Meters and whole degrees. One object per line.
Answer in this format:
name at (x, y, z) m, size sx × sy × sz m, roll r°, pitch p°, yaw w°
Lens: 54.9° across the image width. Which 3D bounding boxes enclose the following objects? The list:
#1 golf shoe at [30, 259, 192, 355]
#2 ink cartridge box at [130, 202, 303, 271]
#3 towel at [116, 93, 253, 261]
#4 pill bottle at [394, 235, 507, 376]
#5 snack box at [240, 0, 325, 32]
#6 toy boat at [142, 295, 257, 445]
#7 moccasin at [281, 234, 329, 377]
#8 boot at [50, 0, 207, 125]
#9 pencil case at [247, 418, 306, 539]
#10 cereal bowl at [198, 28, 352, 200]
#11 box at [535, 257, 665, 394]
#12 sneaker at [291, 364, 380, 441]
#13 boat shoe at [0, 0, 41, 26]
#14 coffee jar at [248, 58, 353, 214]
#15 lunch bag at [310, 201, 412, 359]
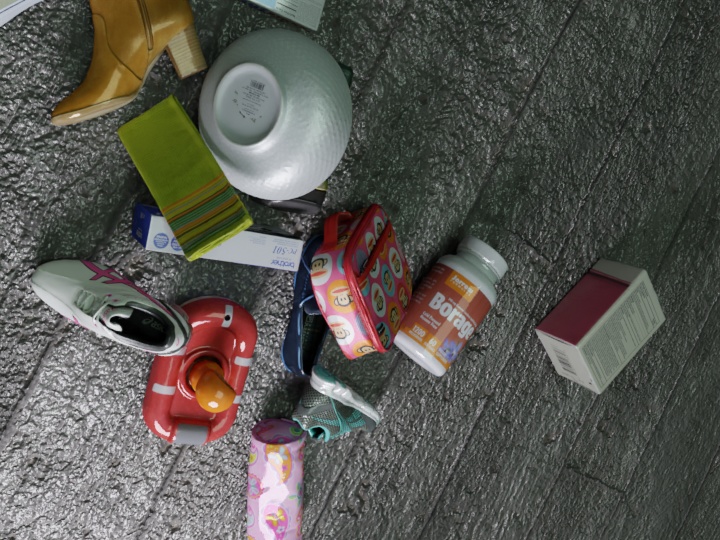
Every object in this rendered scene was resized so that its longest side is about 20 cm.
golf shoe at (-0.291, 0.038, 0.805) m, size 0.196 × 0.092 × 0.074 m, roll 22°, pitch 85°, yaw -4°
ink cartridge box at (-0.180, -0.041, 0.877) m, size 0.196 × 0.094 × 0.045 m, roll 8°, pitch 99°, yaw -31°
towel at (-0.206, -0.111, 0.802) m, size 0.085 × 0.202 × 0.018 m, roll -31°, pitch 161°, yaw -8°
pill bottle at (0.139, 0.051, 1.075) m, size 0.112 × 0.112 × 0.201 m, roll 42°, pitch 81°, yaw -31°
snack box at (-0.132, -0.370, 0.861) m, size 0.197 × 0.024 × 0.073 m, roll 14°, pitch 96°, yaw -32°
toy boat at (-0.196, 0.138, 0.891) m, size 0.128 × 0.130 × 0.204 m, roll 13°, pitch 96°, yaw -32°
moccasin at (-0.056, 0.054, 0.987) m, size 0.079 × 0.068 × 0.205 m, roll 5°, pitch 100°, yaw -31°
boot at (-0.284, -0.264, 0.784) m, size 0.199 × 0.071 × 0.146 m, roll -30°, pitch 107°, yaw -18°
pencil case at (-0.122, 0.321, 1.013) m, size 0.086 × 0.087 × 0.205 m, roll -5°, pitch 106°, yaw -28°
cereal bowl at (-0.113, -0.186, 0.814) m, size 0.083 × 0.196 × 0.205 m, roll -5°, pitch 109°, yaw -66°
box at (0.436, 0.097, 1.261) m, size 0.200 × 0.108 × 0.129 m, roll -43°, pitch 119°, yaw -14°
sneaker at (-0.040, 0.210, 1.011) m, size 0.092 × 0.077 × 0.200 m, roll -54°, pitch 143°, yaw -8°
boat shoe at (-0.350, -0.316, 0.715) m, size 0.072 × 0.062 × 0.200 m, roll 45°, pitch 79°, yaw -6°
coffee jar at (-0.080, -0.177, 0.902) m, size 0.103 × 0.084 × 0.204 m, roll 7°, pitch 99°, yaw -46°
lunch bag at (0.000, 0.000, 0.945) m, size 0.179 × 0.080 × 0.201 m, roll 66°, pitch 25°, yaw -22°
